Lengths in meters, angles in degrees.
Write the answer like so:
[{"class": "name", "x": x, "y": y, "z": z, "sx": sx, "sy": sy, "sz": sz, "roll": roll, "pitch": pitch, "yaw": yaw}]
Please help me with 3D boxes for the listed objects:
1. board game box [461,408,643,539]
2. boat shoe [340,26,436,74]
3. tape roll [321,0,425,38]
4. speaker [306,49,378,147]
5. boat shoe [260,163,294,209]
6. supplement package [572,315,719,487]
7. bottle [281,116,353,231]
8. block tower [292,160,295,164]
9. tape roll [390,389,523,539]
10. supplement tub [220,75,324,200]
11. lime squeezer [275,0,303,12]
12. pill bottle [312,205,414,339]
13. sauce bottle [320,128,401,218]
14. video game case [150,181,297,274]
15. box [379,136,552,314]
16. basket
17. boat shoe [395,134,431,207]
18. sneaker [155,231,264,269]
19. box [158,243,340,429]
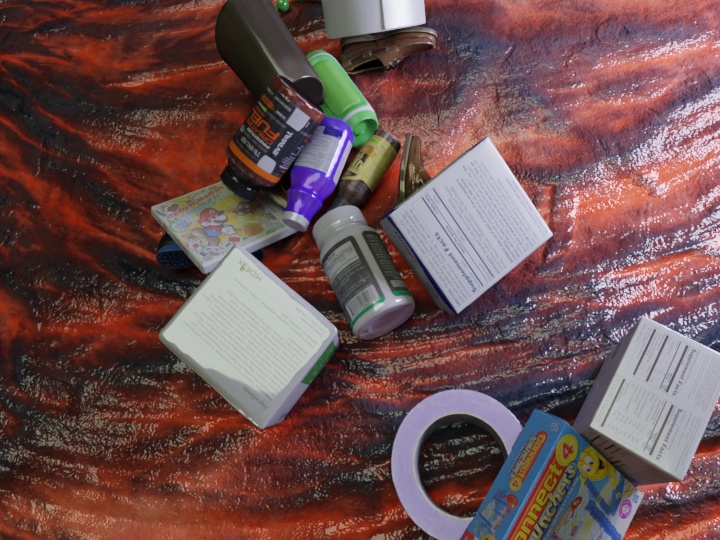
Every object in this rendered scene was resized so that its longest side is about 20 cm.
[{"class": "board game box", "x": 0.247, "y": 0.317, "z": 0.708, "sx": 0.202, "sy": 0.195, "sz": 0.056, "roll": -55, "pitch": 25, "yaw": -12}, {"class": "boat shoe", "x": 0.056, "y": -0.432, "z": 1.113, "sx": 0.196, "sy": 0.072, "sz": 0.070, "roll": -2, "pitch": 85, "yaw": 18}, {"class": "tape roll", "x": 0.026, "y": -0.500, "z": 1.076, "sx": 0.198, "sy": 0.072, "sz": 0.203, "roll": -7, "pitch": 24, "yaw": 3}, {"class": "speaker", "x": -0.045, "y": -0.333, "z": 1.080, "sx": 0.088, "sy": 0.089, "sz": 0.202, "roll": -31, "pitch": 66, "yaw": -2}, {"class": "boat shoe", "x": -0.158, "y": -0.181, "z": 1.041, "sx": 0.072, "sy": 0.076, "sz": 0.200, "roll": -44, "pitch": 67, "yaw": 8}, {"class": "supplement package", "x": 0.363, "y": 0.178, "z": 0.726, "sx": 0.110, "sy": 0.201, "sz": 0.157, "roll": 28, "pitch": 76, "yaw": 20}, {"class": "bottle", "x": -0.079, "y": -0.168, "z": 0.973, "sx": 0.082, "sy": 0.065, "sz": 0.203, "roll": 14, "pitch": 74, "yaw": 20}, {"class": "block tower", "x": -0.119, "y": -0.231, "z": 1.071, "sx": 0.054, "sy": 0.058, "sz": 0.200, "roll": -43, "pitch": 68, "yaw": -8}, {"class": "tape roll", "x": 0.144, "y": 0.279, "z": 0.795, "sx": 0.196, "sy": 0.085, "sz": 0.204, "roll": -4, "pitch": 67, "yaw": 10}, {"class": "supplement tub", "x": -0.156, "y": -0.218, "z": 0.948, "sx": 0.107, "sy": 0.106, "sz": 0.201, "roll": 45, "pitch": 105, "yaw": 24}, {"class": "lime squeezer", "x": -0.152, "y": -0.583, "z": 1.237, "sx": 0.197, "sy": 0.038, "sz": 0.072, "roll": -24, "pitch": 96, "yaw": 0}, {"class": "pill bottle", "x": 0.000, "y": 0.000, "z": 0.921, "sx": 0.112, "sy": 0.113, "sz": 0.202, "roll": -26, "pitch": 65, "yaw": 0}, {"class": "sauce bottle", "x": -0.001, "y": -0.163, "z": 1.013, "sx": 0.064, "sy": 0.065, "sz": 0.202, "roll": 28, "pitch": 75, "yaw": 20}, {"class": "video game case", "x": -0.241, "y": -0.092, "z": 0.998, "sx": 0.198, "sy": 0.023, "sz": 0.182, "roll": -29, "pitch": 56, "yaw": -33}, {"class": "box", "x": 0.161, "y": -0.068, "z": 0.880, "sx": 0.199, "sy": 0.105, "sz": 0.185, "roll": -37, "pitch": 96, "yaw": -6}, {"class": "basket", "x": -0.166, "y": -0.383, "z": 1.047, "sx": 0.135, "sy": 0.181, "sz": 0.201, "roll": -30, "pitch": 71, "yaw": -14}, {"class": "boat shoe", "x": 0.099, "y": -0.140, "z": 0.980, "sx": 0.066, "sy": 0.072, "sz": 0.204, "roll": 5, "pitch": 78, "yaw": 6}, {"class": "sneaker", "x": -0.272, "y": -0.052, "z": 1.022, "sx": 0.195, "sy": 0.071, "sz": 0.079, "roll": -1, "pitch": 50, "yaw": 0}, {"class": "box", "x": -0.153, "y": 0.105, "z": 0.842, "sx": 0.199, "sy": 0.199, "sz": 0.172, "roll": 39, "pitch": 80, "yaw": 7}]
